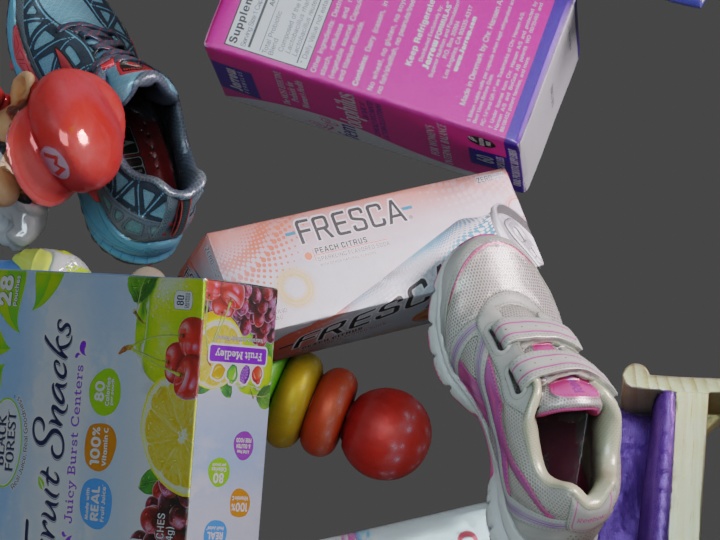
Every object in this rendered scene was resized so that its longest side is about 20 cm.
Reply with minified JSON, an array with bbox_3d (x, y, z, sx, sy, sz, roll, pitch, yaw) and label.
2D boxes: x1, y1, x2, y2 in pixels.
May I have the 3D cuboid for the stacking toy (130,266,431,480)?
[{"bbox_3d":[-0.054,0.072,1.683,0.200,0.085,0.086,22,78,4],"label":"stacking toy"}]

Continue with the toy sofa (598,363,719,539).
[{"bbox_3d":[0.159,0.159,1.630,0.097,0.083,0.200,4,75,5],"label":"toy sofa"}]

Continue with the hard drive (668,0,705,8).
[{"bbox_3d":[0.114,-0.200,1.712,0.200,0.132,0.025,14,108,9],"label":"hard drive"}]

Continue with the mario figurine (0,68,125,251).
[{"bbox_3d":[-0.219,-0.067,1.667,0.200,0.123,0.106,5,88,52],"label":"mario figurine"}]

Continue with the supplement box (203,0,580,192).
[{"bbox_3d":[0.020,-0.133,1.713,0.200,0.101,0.104,19,78,11],"label":"supplement box"}]

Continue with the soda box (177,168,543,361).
[{"bbox_3d":[0.000,0.000,1.658,0.200,0.064,0.069,-14,72,-25],"label":"soda box"}]

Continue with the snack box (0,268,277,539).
[{"bbox_3d":[-0.134,0.102,1.590,0.168,0.068,0.200,4,87,40],"label":"snack box"}]

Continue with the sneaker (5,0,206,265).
[{"bbox_3d":[-0.142,-0.109,1.717,0.079,0.096,0.200,-19,76,-34],"label":"sneaker"}]

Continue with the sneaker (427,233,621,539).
[{"bbox_3d":[0.102,0.066,1.595,0.081,0.088,0.200,-9,70,-28],"label":"sneaker"}]

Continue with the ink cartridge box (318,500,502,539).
[{"bbox_3d":[-0.002,0.226,1.625,0.200,0.088,0.146,-12,73,0],"label":"ink cartridge box"}]

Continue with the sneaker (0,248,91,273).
[{"bbox_3d":[-0.223,0.082,1.703,0.105,0.076,0.200,8,75,26],"label":"sneaker"}]
